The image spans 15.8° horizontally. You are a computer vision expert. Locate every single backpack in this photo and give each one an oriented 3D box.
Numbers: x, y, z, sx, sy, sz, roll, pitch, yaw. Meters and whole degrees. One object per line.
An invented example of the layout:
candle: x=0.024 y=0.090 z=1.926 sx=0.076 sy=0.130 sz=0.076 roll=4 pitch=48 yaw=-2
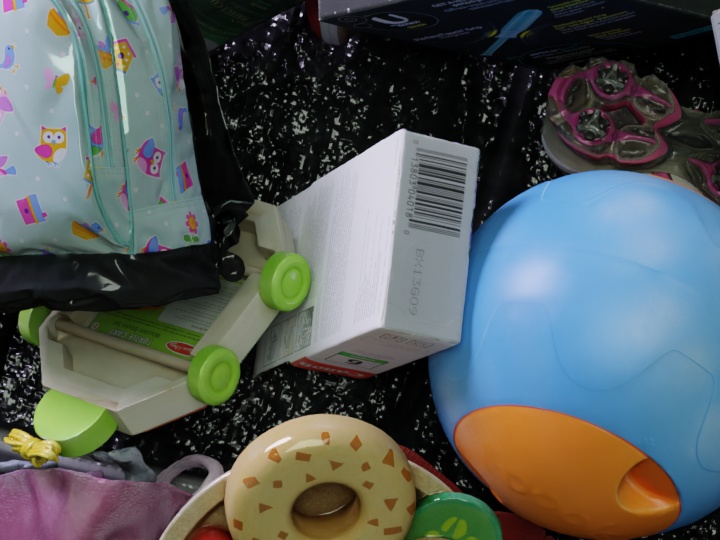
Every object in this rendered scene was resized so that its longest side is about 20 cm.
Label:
backpack: x=-0.156 y=-0.080 z=1.396 sx=0.166 sy=0.126 sz=0.201 roll=-2 pitch=98 yaw=27

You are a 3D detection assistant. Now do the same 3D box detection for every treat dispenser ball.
treat dispenser ball: x=0.136 y=0.046 z=1.412 sx=0.200 sy=0.201 sz=0.202 roll=0 pitch=76 yaw=0

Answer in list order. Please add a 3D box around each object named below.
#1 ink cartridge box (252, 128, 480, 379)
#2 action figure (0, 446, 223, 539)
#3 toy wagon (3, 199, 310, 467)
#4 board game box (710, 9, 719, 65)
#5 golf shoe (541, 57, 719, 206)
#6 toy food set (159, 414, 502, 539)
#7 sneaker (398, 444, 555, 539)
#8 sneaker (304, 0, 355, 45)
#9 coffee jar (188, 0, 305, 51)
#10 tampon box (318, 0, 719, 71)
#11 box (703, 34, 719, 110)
ink cartridge box: x=0.000 y=0.000 z=1.441 sx=0.050 sy=0.200 sz=0.110 roll=12 pitch=75 yaw=-20
action figure: x=-0.162 y=0.203 z=1.443 sx=0.148 sy=0.134 sz=0.201 roll=2 pitch=80 yaw=-36
toy wagon: x=-0.123 y=0.036 z=1.451 sx=0.155 sy=0.040 sz=0.200 roll=15 pitch=59 yaw=41
board game box: x=0.248 y=-0.044 z=1.389 sx=0.034 sy=0.126 sz=0.201 roll=-12 pitch=88 yaw=36
golf shoe: x=0.199 y=-0.054 z=1.494 sx=0.199 sy=0.092 sz=0.073 roll=26 pitch=69 yaw=11
toy food set: x=-0.017 y=0.181 z=1.354 sx=0.198 sy=0.049 sz=0.200 roll=39 pitch=99 yaw=-20
sneaker: x=0.039 y=0.169 z=1.456 sx=0.200 sy=0.115 sz=0.079 roll=45 pitch=59 yaw=-20
sneaker: x=-0.047 y=-0.232 z=1.551 sx=0.112 sy=0.071 sz=0.201 roll=4 pitch=74 yaw=2
coffee jar: x=-0.105 y=-0.168 z=1.484 sx=0.199 sy=0.104 sz=0.086 roll=-27 pitch=73 yaw=22
tampon box: x=0.093 y=-0.196 z=1.438 sx=0.149 sy=0.199 sz=0.127 roll=-8 pitch=80 yaw=42
box: x=0.290 y=-0.196 z=1.523 sx=0.181 sy=0.104 sz=0.201 roll=-8 pitch=76 yaw=-3
